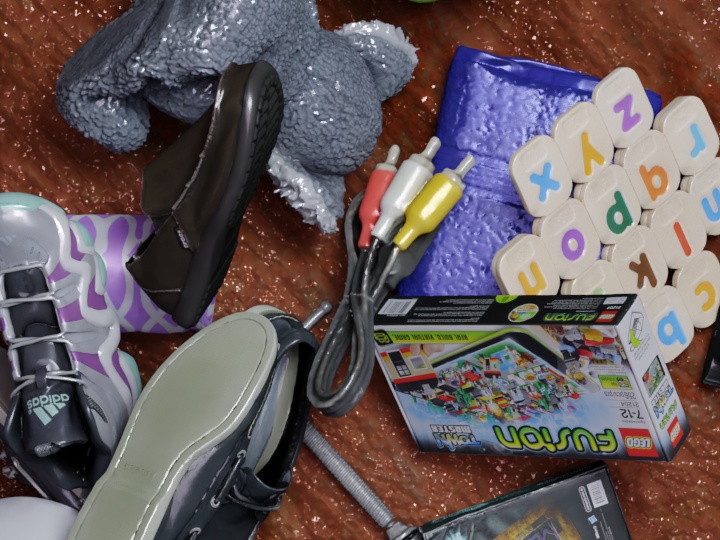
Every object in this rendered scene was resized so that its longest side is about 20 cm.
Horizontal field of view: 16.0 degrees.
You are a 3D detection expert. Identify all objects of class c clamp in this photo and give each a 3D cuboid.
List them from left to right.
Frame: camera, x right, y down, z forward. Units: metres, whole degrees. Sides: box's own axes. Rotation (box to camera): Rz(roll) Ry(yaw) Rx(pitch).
[{"bbox_3d":[-0.031,0.151,1.740,0.170,0.027,0.200,-37,89,-2],"label":"c clamp"}]

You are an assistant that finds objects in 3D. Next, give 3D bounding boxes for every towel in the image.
[{"bbox_3d":[0.112,-0.041,1.743,0.147,0.050,0.201,15,88,6],"label":"towel"}]

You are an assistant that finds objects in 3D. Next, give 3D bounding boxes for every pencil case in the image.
[{"bbox_3d":[-0.191,-0.002,1.718,0.198,0.086,0.084,4,125,-1],"label":"pencil case"}]

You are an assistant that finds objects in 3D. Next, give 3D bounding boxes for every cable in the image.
[{"bbox_3d":[0.000,0.000,1.682,0.050,0.097,0.201,51,60,-38],"label":"cable"}]

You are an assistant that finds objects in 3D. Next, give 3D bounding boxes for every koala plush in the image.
[{"bbox_3d":[-0.060,-0.129,1.688,0.200,0.183,0.178,39,64,-26],"label":"koala plush"}]

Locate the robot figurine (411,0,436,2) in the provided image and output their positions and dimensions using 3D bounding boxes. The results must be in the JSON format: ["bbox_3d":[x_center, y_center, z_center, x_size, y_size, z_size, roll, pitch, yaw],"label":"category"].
[{"bbox_3d":[0.020,-0.254,1.688,0.200,0.175,0.116,36,112,30],"label":"robot figurine"}]

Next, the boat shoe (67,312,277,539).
[{"bbox_3d":[-0.108,0.122,1.627,0.074,0.066,0.200,18,70,32],"label":"boat shoe"}]

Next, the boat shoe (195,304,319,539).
[{"bbox_3d":[-0.073,0.125,1.690,0.074,0.066,0.201,26,84,-40],"label":"boat shoe"}]

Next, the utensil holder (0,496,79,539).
[{"bbox_3d":[-0.234,0.256,1.623,0.169,0.200,0.171,5,111,12],"label":"utensil holder"}]

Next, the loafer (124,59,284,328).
[{"bbox_3d":[-0.105,-0.051,1.604,0.071,0.073,0.201,25,125,4],"label":"loafer"}]

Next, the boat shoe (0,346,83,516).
[{"bbox_3d":[-0.217,0.129,1.715,0.200,0.073,0.063,47,111,-2],"label":"boat shoe"}]

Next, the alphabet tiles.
[{"bbox_3d":[0.172,-0.024,1.705,0.200,0.015,0.196,-40,117,-24],"label":"alphabet tiles"}]

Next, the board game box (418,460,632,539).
[{"bbox_3d":[0.133,0.244,1.730,0.134,0.028,0.201,-19,96,-2],"label":"board game box"}]

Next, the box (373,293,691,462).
[{"bbox_3d":[0.106,0.069,1.662,0.035,0.199,0.111,-50,126,-40],"label":"box"}]

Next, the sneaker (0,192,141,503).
[{"bbox_3d":[-0.196,0.060,1.621,0.077,0.140,0.201,-14,125,16],"label":"sneaker"}]

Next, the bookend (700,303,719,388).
[{"bbox_3d":[0.313,-0.009,1.663,0.091,0.200,0.200,15,87,-9],"label":"bookend"}]
